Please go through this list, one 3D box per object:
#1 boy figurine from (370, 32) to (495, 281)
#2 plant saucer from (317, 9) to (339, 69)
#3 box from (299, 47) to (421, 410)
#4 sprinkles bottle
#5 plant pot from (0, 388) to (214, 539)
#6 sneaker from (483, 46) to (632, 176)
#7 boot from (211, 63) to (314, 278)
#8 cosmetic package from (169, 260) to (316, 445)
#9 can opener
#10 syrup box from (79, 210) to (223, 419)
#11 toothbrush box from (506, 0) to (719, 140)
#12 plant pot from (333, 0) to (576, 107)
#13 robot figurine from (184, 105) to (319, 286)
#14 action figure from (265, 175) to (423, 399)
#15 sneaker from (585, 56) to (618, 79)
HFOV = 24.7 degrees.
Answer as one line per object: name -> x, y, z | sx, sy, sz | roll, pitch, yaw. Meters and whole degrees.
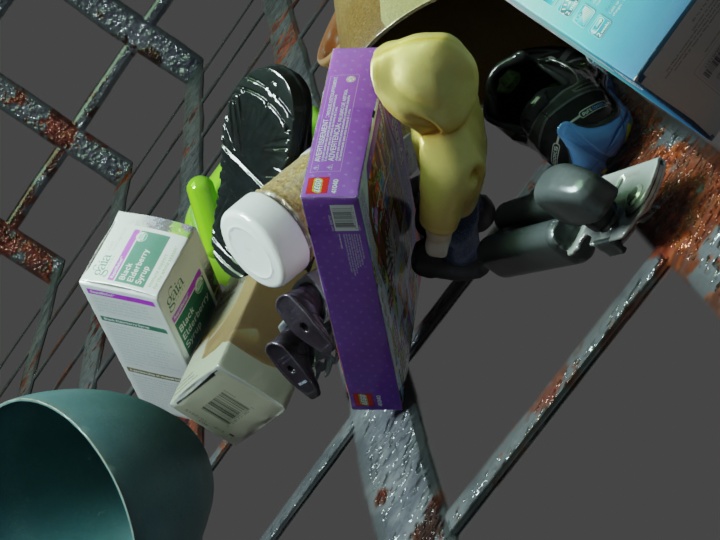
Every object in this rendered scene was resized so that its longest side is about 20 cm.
boy figurine -> 0.050, -0.070, 1.032 | 0.200, 0.064, 0.125 | 71, -159, -57
plant saucer -> 0.028, -0.261, 1.455 | 0.201, 0.037, 0.200 | -55, 14, 21
box -> 0.005, -0.024, 1.067 | 0.201, 0.039, 0.137 | 78, -163, -45
sprinkles bottle -> -0.012, -0.070, 1.217 | 0.200, 0.068, 0.068 | -41, 6, -28
plant pot -> -0.197, 0.180, 1.319 | 0.134, 0.201, 0.200 | -19, -18, -47
sneaker -> 0.120, -0.117, 1.072 | 0.071, 0.082, 0.200 | -53, 15, 13
boot -> -0.032, -0.087, 1.307 | 0.162, 0.073, 0.199 | -20, -43, -40
cosmetic package -> -0.079, 0.038, 1.405 | 0.105, 0.071, 0.201 | -39, 23, 50
can opener -> 0.116, -0.036, 0.963 | 0.053, 0.066, 0.200 | -60, 10, -15
syrup box -> -0.169, 0.045, 1.449 | 0.201, 0.081, 0.079 | 75, -147, -51
toothbrush box -> 0.160, -0.190, 0.935 | 0.147, 0.085, 0.200 | -55, 44, 8
plant pot -> 0.053, -0.240, 1.172 | 0.186, 0.185, 0.201 | -40, 59, 46
robot figurine -> -0.090, -0.062, 1.558 | 0.200, 0.116, 0.175 | -49, -10, 33
action figure -> 0.000, 0.000, 1.246 | 0.200, 0.069, 0.130 | -51, 1, -41
sneaker -> 0.175, -0.198, 1.077 | 0.096, 0.079, 0.201 | -48, 17, 36
